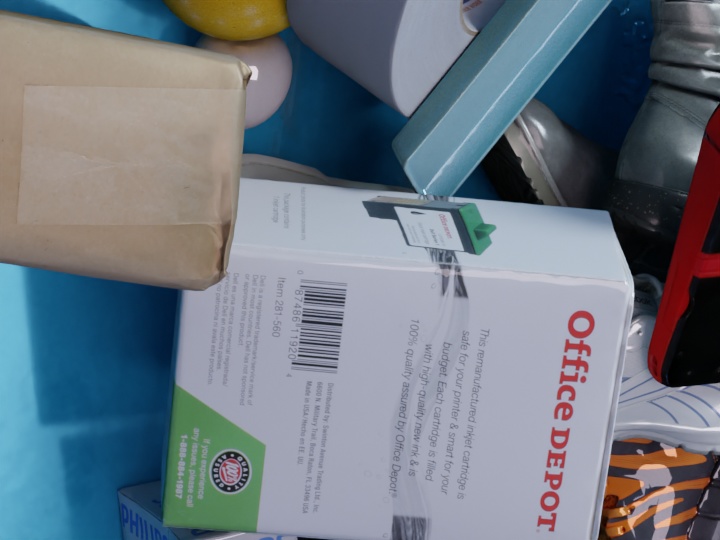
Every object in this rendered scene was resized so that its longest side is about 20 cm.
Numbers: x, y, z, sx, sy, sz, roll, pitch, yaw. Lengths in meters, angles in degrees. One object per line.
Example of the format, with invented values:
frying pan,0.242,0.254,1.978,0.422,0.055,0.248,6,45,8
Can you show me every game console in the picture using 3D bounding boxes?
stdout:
game console,0.240,-0.022,1.345,0.199,0.031,0.177,-5,135,-18

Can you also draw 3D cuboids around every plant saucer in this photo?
plant saucer,0.083,-0.115,1.345,0.200,0.019,0.070,-52,157,-8

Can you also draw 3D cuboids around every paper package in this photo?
paper package,-0.174,-0.064,1.237,0.199,0.191,0.104,8,95,-25

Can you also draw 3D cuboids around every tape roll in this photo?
tape roll,0.054,-0.168,1.317,0.066,0.200,0.200,37,83,19

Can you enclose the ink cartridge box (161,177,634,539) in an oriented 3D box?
ink cartridge box,0.014,0.044,1.316,0.199,0.084,0.147,5,115,-5

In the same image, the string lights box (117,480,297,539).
string lights box,-0.065,0.206,1.386,0.059,0.103,0.201,-10,105,-21

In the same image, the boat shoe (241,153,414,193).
boat shoe,0.000,0.000,1.409,0.199,0.073,0.062,19,136,-32

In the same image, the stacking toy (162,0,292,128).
stacking toy,-0.059,-0.157,1.324,0.146,0.146,0.201,-8,122,-22

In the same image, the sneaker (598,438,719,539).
sneaker,0.125,0.135,1.477,0.112,0.078,0.201,20,81,-21

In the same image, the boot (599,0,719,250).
boot,0.213,-0.059,1.407,0.199,0.068,0.131,19,86,-29

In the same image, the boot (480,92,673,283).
boot,0.165,-0.076,1.445,0.200,0.073,0.182,-39,129,-5

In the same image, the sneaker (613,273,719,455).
sneaker,0.144,0.042,1.402,0.199,0.075,0.087,-10,135,-16

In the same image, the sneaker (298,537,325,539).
sneaker,0.012,0.210,1.438,0.083,0.072,0.200,-47,113,-6
